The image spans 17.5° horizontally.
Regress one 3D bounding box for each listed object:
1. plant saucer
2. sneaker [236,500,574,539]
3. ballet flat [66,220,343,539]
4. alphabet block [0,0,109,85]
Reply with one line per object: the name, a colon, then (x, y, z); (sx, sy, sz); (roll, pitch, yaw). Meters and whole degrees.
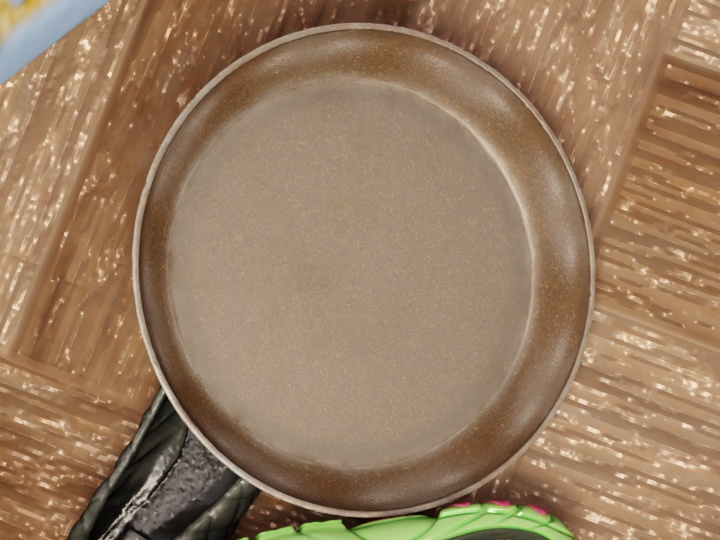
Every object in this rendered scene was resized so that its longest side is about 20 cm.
plant saucer: (0.000, 0.000, 0.964); (0.199, 0.032, 0.202); (1, 86, -19)
sneaker: (-0.005, 0.148, 0.939); (0.198, 0.077, 0.084); (-11, 63, 0)
ballet flat: (-0.063, 0.069, 0.973); (0.066, 0.057, 0.201); (27, 84, 8)
alphabet block: (-0.165, -0.221, 0.918); (0.200, 0.197, 0.195); (41, 64, 16)
